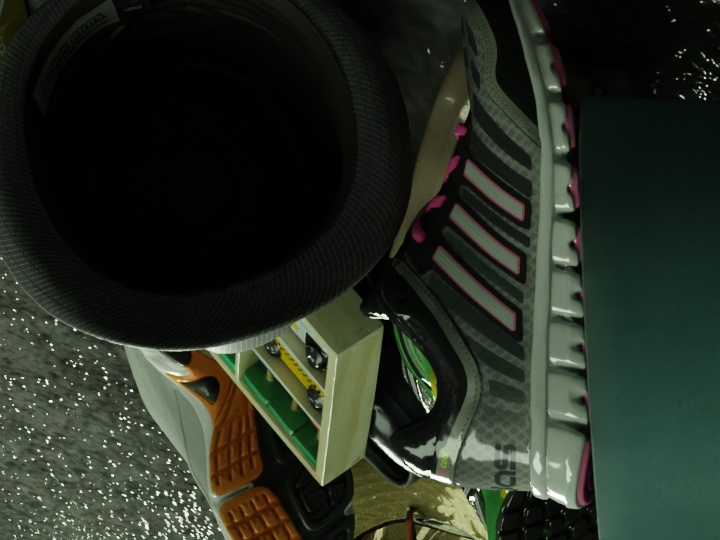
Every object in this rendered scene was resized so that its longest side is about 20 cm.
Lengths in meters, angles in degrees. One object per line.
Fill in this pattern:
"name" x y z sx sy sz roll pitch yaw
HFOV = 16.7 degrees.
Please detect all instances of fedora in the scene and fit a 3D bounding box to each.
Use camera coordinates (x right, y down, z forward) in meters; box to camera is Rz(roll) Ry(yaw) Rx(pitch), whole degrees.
"fedora" -0.067 -0.036 1.017 0.090 0.176 0.201 82 162 -61

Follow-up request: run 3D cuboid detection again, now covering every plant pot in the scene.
"plant pot" 0.166 0.032 0.896 0.160 0.201 0.201 -3 144 7

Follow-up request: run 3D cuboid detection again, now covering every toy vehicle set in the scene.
"toy vehicle set" -0.064 -0.007 1.125 0.200 0.026 0.124 48 157 23

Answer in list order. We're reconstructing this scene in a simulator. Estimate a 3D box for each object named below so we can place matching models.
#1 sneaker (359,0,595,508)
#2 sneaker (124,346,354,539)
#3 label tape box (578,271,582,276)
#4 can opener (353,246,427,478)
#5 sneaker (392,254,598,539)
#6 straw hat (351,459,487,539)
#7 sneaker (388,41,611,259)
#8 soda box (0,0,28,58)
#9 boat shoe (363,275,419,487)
"sneaker" 0.041 -0.010 0.915 0.087 0.201 0.074 -4 175 7
"sneaker" -0.067 0.081 1.271 0.201 0.075 0.092 65 161 10
"label tape box" 0.149 0.082 1.118 0.200 0.063 0.144 45 149 -21
"can opener" 0.000 0.000 1.140 0.063 0.079 0.201 -27 109 15
"sneaker" 0.067 0.061 1.045 0.085 0.078 0.201 54 169 48
"straw hat" 0.034 0.168 1.327 0.200 0.085 0.202 2 106 9
"sneaker" 0.060 -0.022 1.037 0.075 0.071 0.200 25 151 9
"soda box" -0.199 -0.112 1.147 0.064 0.068 0.200 22 150 17
"boat shoe" -0.022 0.028 1.206 0.200 0.057 0.067 45 150 -23
